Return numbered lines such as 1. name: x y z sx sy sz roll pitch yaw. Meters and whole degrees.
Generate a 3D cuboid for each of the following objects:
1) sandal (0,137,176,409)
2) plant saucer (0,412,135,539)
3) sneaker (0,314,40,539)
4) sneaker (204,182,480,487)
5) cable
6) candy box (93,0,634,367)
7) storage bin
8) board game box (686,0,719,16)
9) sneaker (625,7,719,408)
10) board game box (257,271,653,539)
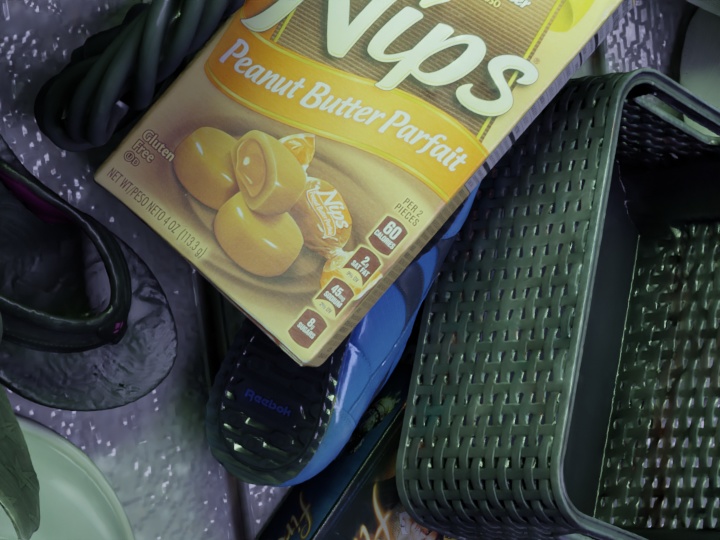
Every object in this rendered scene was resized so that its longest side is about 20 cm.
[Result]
1. sandal: -0.139 -0.009 1.108 0.075 0.048 0.200 -52 125 -14
2. plant saucer: -0.165 0.156 1.143 0.200 0.050 0.200 -11 108 -35
3. sneaker: -0.189 0.014 1.027 0.060 0.104 0.200 -34 113 24
4. sneaker: 0.000 0.000 1.202 0.200 0.066 0.078 -62 168 11
5. cable: -0.066 -0.114 1.067 0.051 0.200 0.163 41 85 -7
6. candy box: 0.003 -0.073 1.132 0.115 0.055 0.200 41 92 5
7. storage bin: 0.105 0.026 1.231 0.135 0.094 0.200 25 68 -42
8. board game box: 0.191 -0.167 1.294 0.200 0.035 0.126 19 62 -38
9. sneaker: 0.183 -0.028 1.343 0.088 0.075 0.200 13 93 -50
10. board game box: 0.038 0.109 1.289 0.135 0.035 0.200 43 76 -36
